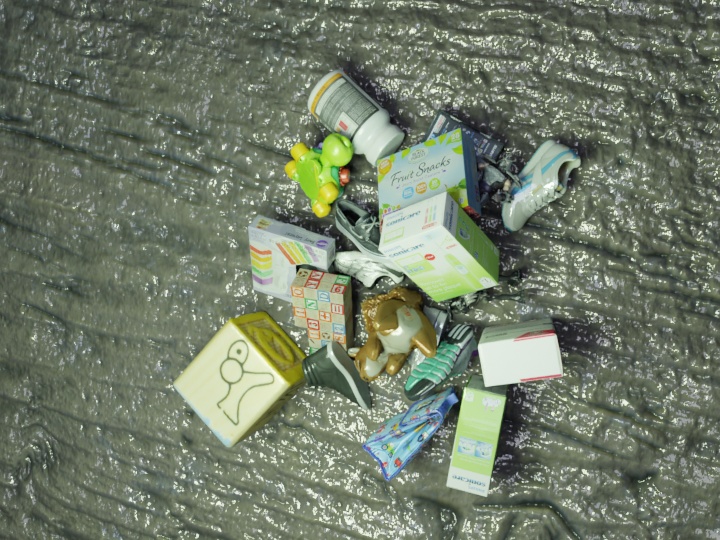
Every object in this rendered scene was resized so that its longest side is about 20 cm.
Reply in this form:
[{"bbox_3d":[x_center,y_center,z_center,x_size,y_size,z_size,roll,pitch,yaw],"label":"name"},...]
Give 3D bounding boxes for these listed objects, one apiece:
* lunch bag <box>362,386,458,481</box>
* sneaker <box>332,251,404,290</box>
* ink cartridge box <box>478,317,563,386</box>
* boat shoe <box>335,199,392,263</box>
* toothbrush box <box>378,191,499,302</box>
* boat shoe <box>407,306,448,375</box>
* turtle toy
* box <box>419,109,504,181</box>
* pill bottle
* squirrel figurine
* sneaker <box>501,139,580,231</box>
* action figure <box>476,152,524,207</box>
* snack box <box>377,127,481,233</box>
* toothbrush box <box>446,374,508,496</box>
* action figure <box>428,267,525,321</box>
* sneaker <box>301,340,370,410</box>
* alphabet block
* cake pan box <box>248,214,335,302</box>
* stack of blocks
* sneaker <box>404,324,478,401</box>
[{"bbox_3d":[0.124,0.321,1.344,0.200,0.150,0.094,-41,82,19],"label":"lunch bag"},{"bbox_3d":[0.000,0.000,1.417,0.198,0.076,0.089,-4,90,15],"label":"sneaker"},{"bbox_3d":[0.313,0.156,1.276,0.144,0.200,0.085,-10,92,14],"label":"ink cartridge box"},{"bbox_3d":[0.016,-0.089,1.377,0.071,0.068,0.200,-32,51,-21],"label":"boat shoe"},{"bbox_3d":[0.153,-0.039,1.238,0.145,0.200,0.087,-18,45,35],"label":"toothbrush box"},{"bbox_3d":[0.130,0.176,1.391,0.065,0.072,0.202,19,95,18],"label":"boat shoe"},{"bbox_3d":[-0.076,-0.216,1.390,0.101,0.200,0.146,-32,82,-25],"label":"turtle toy"},{"bbox_3d":[0.187,-0.214,1.376,0.158,0.046,0.201,31,99,12],"label":"box"},{"bbox_3d":[-0.008,-0.323,1.388,0.200,0.116,0.116,45,101,10],"label":"pill bottle"},{"bbox_3d":[0.057,0.137,1.371,0.141,0.201,0.187,23,130,-14],"label":"squirrel figurine"},{"bbox_3d":[0.358,-0.163,1.307,0.081,0.076,0.201,40,103,41],"label":"sneaker"},{"bbox_3d":[0.239,-0.155,1.300,0.200,0.069,0.130,-49,54,8],"label":"action figure"},{"bbox_3d":[0.132,-0.166,1.293,0.199,0.068,0.170,-14,66,32],"label":"snack box"},{"bbox_3d":[0.240,0.328,1.319,0.085,0.146,0.202,9,95,14],"label":"toothbrush box"},{"bbox_3d":[0.233,0.035,1.338,0.198,0.102,0.120,-7,56,12],"label":"action figure"},{"bbox_3d":[-0.055,0.240,1.413,0.099,0.071,0.201,-22,122,18],"label":"sneaker"},{"bbox_3d":[-0.248,0.231,1.427,0.195,0.196,0.200,46,101,8],"label":"alphabet block"},{"bbox_3d":[-0.144,-0.010,1.416,0.199,0.052,0.185,19,134,15],"label":"cake pan box"},{"bbox_3d":[-0.079,0.099,1.393,0.114,0.059,0.201,9,130,14],"label":"stack of blocks"},{"bbox_3d":[0.177,0.207,1.334,0.200,0.074,0.088,-44,121,-18],"label":"sneaker"}]
